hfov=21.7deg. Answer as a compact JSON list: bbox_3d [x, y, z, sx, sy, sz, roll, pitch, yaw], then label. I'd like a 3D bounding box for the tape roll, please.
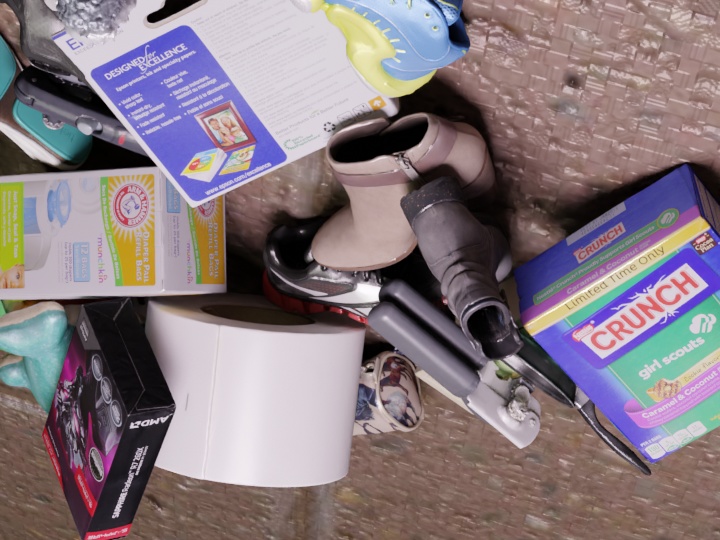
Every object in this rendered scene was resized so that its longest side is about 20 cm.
[{"bbox_3d":[-0.101,0.104,1.701,0.201,0.140,0.203,7,-172,-1],"label":"tape roll"}]

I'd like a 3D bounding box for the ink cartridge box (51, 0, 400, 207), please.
[{"bbox_3d":[-0.102,-0.161,1.457,0.197,0.047,0.200,-22,127,20],"label":"ink cartridge box"}]

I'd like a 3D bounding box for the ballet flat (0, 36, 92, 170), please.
[{"bbox_3d":[-0.315,-0.154,1.619,0.069,0.070,0.200,-10,138,37],"label":"ballet flat"}]

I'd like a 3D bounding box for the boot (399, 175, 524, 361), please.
[{"bbox_3d":[0.093,0.016,1.501,0.070,0.132,0.200,-28,158,13],"label":"boot"}]

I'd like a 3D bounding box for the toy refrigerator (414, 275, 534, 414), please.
[{"bbox_3d":[0.140,0.059,1.660,0.076,0.070,0.200,35,143,-19],"label":"toy refrigerator"}]

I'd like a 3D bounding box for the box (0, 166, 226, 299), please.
[{"bbox_3d":[-0.226,-0.032,1.661,0.199,0.113,0.101,-1,179,29],"label":"box"}]

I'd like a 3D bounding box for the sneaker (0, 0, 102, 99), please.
[{"bbox_3d":[-0.224,-0.182,1.521,0.090,0.067,0.200,-14,129,32],"label":"sneaker"}]

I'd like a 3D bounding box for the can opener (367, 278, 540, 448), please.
[{"bbox_3d":[0.081,0.086,1.626,0.200,0.053,0.066,42,141,-23],"label":"can opener"}]

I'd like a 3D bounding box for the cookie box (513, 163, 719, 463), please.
[{"bbox_3d":[0.248,0.039,1.517,0.171,0.075,0.200,-33,123,19],"label":"cookie box"}]

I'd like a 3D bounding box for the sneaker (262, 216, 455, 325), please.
[{"bbox_3d":[0.000,0.000,1.651,0.199,0.071,0.098,9,146,19],"label":"sneaker"}]

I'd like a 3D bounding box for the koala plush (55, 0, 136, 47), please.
[{"bbox_3d":[-0.185,-0.269,1.266,0.183,0.201,0.178,1,141,26],"label":"koala plush"}]

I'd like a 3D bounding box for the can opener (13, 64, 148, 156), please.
[{"bbox_3d":[-0.198,-0.129,1.585,0.199,0.064,0.079,27,145,-9],"label":"can opener"}]

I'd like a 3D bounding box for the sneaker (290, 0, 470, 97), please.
[{"bbox_3d":[0.013,-0.212,1.367,0.105,0.076,0.200,-17,139,26],"label":"sneaker"}]

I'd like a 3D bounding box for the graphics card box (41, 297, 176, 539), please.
[{"bbox_3d":[-0.225,0.135,1.656,0.051,0.126,0.200,-7,143,-29],"label":"graphics card box"}]

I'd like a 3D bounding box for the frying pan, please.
[{"bbox_3d":[0.164,0.095,1.553,0.190,0.031,0.115,35,175,22],"label":"frying pan"}]

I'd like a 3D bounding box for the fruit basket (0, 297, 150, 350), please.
[{"bbox_3d":[-0.296,0.015,1.835,0.199,0.094,0.186,-2,143,5],"label":"fruit basket"}]

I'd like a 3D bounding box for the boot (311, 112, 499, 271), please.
[{"bbox_3d":[0.014,-0.069,1.518,0.199,0.071,0.146,-23,151,22],"label":"boot"}]

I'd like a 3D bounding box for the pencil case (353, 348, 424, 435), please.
[{"bbox_3d":[-0.037,0.121,1.830,0.199,0.078,0.090,-7,128,34],"label":"pencil case"}]

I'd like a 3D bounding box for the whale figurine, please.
[{"bbox_3d":[-0.267,0.088,1.754,0.158,0.104,0.200,-17,160,13],"label":"whale figurine"}]
